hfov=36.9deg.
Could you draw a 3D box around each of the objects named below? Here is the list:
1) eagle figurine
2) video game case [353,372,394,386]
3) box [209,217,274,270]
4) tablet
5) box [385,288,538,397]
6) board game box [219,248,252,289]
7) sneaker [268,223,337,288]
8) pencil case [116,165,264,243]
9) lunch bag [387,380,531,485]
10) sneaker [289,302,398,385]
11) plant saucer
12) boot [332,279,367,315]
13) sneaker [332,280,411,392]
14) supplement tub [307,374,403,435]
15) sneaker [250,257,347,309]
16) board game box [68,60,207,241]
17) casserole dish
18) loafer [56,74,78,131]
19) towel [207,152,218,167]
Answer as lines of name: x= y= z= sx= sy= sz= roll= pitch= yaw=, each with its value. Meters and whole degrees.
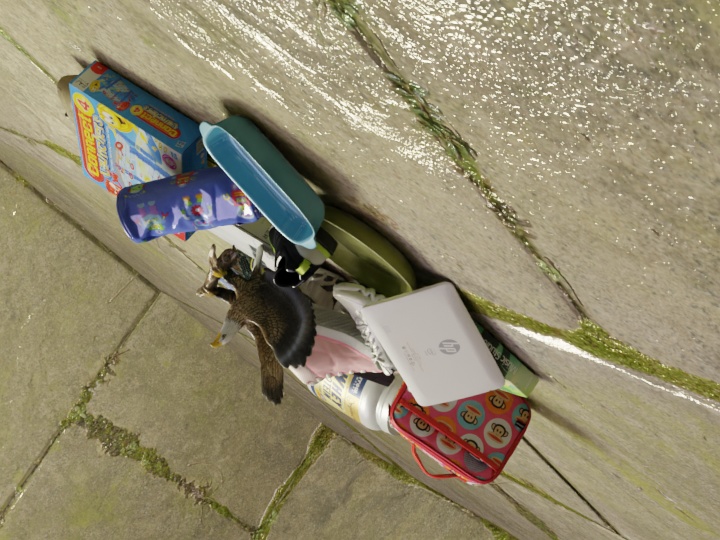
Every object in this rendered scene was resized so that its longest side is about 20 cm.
eagle figurine: x=-0.141 y=0.068 z=1.487 sx=0.199 sy=0.151 sz=0.152 roll=40 pitch=-174 yaw=8
video game case: x=-0.053 y=0.094 z=1.718 sx=0.198 sy=0.026 sz=0.181 roll=24 pitch=-158 yaw=-33
box: x=-0.179 y=-0.077 z=1.613 sx=0.199 sy=0.060 sz=0.117 roll=31 pitch=164 yaw=19
tablet: x=0.097 y=0.100 z=1.406 sx=0.129 sy=0.014 sz=0.201 roll=-16 pitch=128 yaw=21
box: x=0.137 y=0.096 z=1.486 sx=0.199 sy=0.037 sz=0.144 roll=40 pitch=167 yaw=-23
board game box: x=-0.135 y=0.037 z=1.791 sx=0.199 sy=0.035 sz=0.136 roll=40 pitch=-154 yaw=-3
sneaker: x=-0.096 y=-0.019 z=1.423 sx=0.071 sy=0.083 sz=0.200 roll=38 pitch=168 yaw=-12
pencil case: x=-0.216 y=-0.088 z=1.409 sx=0.197 sy=0.078 sz=0.088 roll=-11 pitch=123 yaw=12
lunch bag: x=0.143 y=0.231 z=1.647 sx=0.199 sy=0.177 sz=0.082 roll=33 pitch=169 yaw=6
sneaker: x=-0.025 y=0.124 z=1.562 sx=0.198 sy=0.106 sz=0.076 roll=20 pitch=-154 yaw=-2
plant saucer: x=-0.001 y=-0.027 z=1.405 sx=0.199 sy=0.031 sz=0.200 roll=35 pitch=168 yaw=8
boot: x=0.041 y=0.108 z=1.616 sx=0.199 sy=0.096 sz=0.074 roll=36 pitch=-175 yaw=8
sneaker: x=0.035 y=0.090 z=1.478 sx=0.199 sy=0.081 sz=0.075 roll=40 pitch=169 yaw=-11
supplement tub: x=0.013 y=0.198 z=1.950 sx=0.199 sy=0.145 sz=0.145 roll=26 pitch=165 yaw=34
sneaker: x=-0.081 y=0.010 z=1.711 sx=0.199 sy=0.075 sz=0.085 roll=31 pitch=-163 yaw=-17
board game box: x=-0.305 y=-0.163 z=1.506 sx=0.194 sy=0.056 sz=0.201 roll=32 pitch=148 yaw=14
casserole dish: x=-0.112 y=-0.112 z=1.297 sx=0.200 sy=0.039 sz=0.121 roll=47 pitch=161 yaw=-8
loafer: x=-0.393 y=-0.231 z=1.607 sx=0.067 sy=0.076 sz=0.201 roll=33 pitch=159 yaw=17
towel: x=-0.199 y=-0.145 z=1.535 sx=0.199 sy=0.018 sz=0.086 roll=30 pitch=172 yaw=19
